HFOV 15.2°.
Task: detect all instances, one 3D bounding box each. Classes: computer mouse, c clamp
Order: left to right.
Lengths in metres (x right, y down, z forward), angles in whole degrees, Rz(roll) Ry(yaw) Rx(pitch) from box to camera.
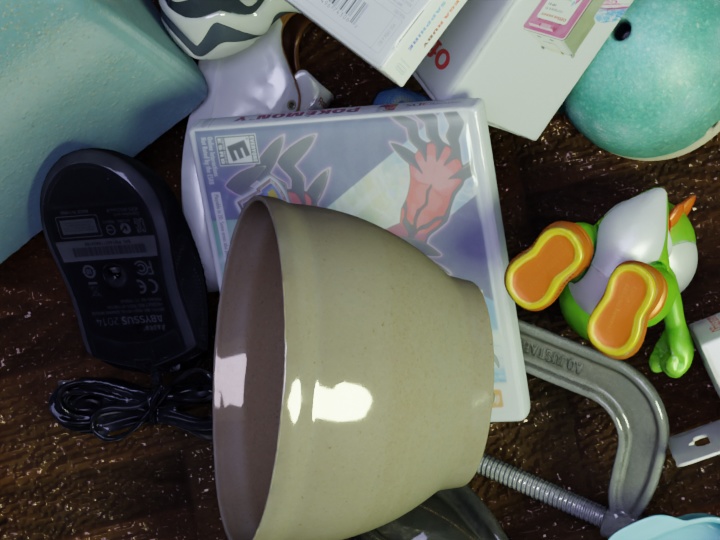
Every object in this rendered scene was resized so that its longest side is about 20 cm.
[{"bbox_3d":[-0.143,0.009,1.674,0.138,0.053,0.201,1,117,23],"label":"computer mouse"},{"bbox_3d":[0.110,0.114,1.645,0.199,0.027,0.172,28,125,20],"label":"c clamp"}]

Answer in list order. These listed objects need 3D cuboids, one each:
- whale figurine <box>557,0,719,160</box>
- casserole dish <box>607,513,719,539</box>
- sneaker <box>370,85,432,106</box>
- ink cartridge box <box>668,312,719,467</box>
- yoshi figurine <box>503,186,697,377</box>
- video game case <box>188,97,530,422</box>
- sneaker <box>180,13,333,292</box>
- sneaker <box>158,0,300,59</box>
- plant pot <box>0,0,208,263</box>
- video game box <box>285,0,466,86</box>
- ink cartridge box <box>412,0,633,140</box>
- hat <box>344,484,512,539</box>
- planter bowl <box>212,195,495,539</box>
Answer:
[{"bbox_3d":[0.152,-0.162,1.657,0.159,0.104,0.200,-41,69,12],"label":"whale figurine"},{"bbox_3d":[0.201,0.230,1.615,0.120,0.039,0.201,-25,107,5],"label":"casserole dish"},{"bbox_3d":[-0.007,-0.027,1.692,0.089,0.078,0.201,37,97,33],"label":"sneaker"},{"bbox_3d":[0.265,0.044,1.611,0.199,0.116,0.068,-25,92,4],"label":"ink cartridge box"},{"bbox_3d":[0.148,0.013,1.604,0.111,0.200,0.113,-12,93,20],"label":"yoshi figurine"},{"bbox_3d":[0.000,0.000,1.612,0.181,0.023,0.201,-3,110,18],"label":"video game case"},{"bbox_3d":[-0.064,-0.085,1.698,0.084,0.073,0.202,5,83,11],"label":"sneaker"},{"bbox_3d":[-0.037,-0.223,1.654,0.198,0.130,0.080,-25,61,-17],"label":"sneaker"},{"bbox_3d":[-0.248,-0.154,1.640,0.195,0.200,0.197,-37,63,5],"label":"plant pot"},{"bbox_3d":[0.001,-0.234,1.541,0.200,0.047,0.183,39,93,23],"label":"video game box"},{"bbox_3d":[0.099,-0.202,1.608,0.200,0.084,0.145,-54,41,20],"label":"ink cartridge box"},{"bbox_3d":[0.042,0.170,1.603,0.200,0.201,0.081,37,129,10],"label":"hat"},{"bbox_3d":[-0.002,0.062,1.536,0.134,0.200,0.202,4,84,-14],"label":"planter bowl"}]
